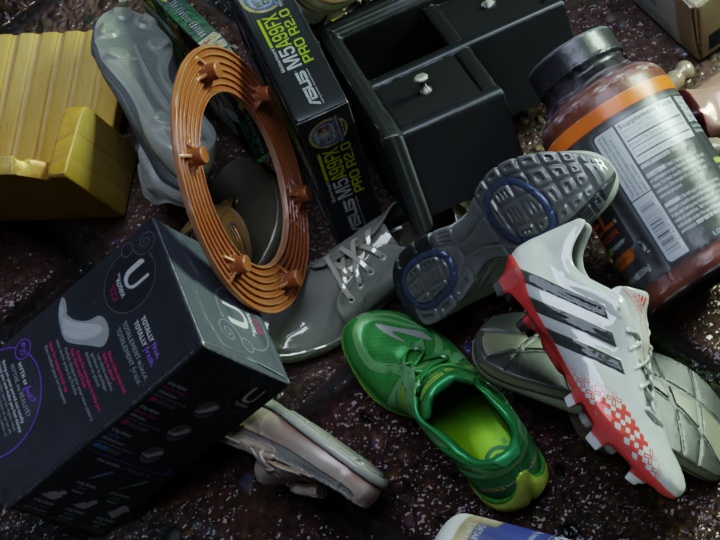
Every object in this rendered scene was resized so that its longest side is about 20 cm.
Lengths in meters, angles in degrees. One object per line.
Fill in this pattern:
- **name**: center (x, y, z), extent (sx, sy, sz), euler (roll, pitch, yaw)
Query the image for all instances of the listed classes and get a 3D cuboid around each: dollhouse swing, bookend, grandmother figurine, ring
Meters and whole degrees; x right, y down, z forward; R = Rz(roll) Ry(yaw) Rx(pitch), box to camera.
- **dollhouse swing**: center (-0.297, -0.136, 1.560), extent (0.198, 0.182, 0.177), euler (-1, 77, 14)
- **bookend**: center (0.091, -0.148, 1.471), extent (0.198, 0.092, 0.200), euler (-23, 35, -2)
- **grandmother figurine**: center (0.260, -0.117, 1.474), extent (0.199, 0.061, 0.121), euler (-23, 28, 2)
- **ring**: center (-0.081, -0.068, 1.393), extent (0.019, 0.201, 0.202), euler (-13, 54, 22)

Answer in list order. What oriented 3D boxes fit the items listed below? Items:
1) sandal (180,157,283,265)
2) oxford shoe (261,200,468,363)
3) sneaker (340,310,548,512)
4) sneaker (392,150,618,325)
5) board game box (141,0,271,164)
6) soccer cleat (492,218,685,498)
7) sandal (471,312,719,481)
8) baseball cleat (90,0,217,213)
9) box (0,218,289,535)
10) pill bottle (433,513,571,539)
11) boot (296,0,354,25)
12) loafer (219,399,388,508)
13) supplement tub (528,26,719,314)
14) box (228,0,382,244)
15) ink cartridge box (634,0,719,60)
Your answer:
- **sandal**: center (-0.119, -0.009, 1.492), extent (0.080, 0.054, 0.201), euler (17, 63, 23)
- **oxford shoe**: center (0.000, 0.000, 1.457), extent (0.199, 0.058, 0.075), euler (-31, 59, -5)
- **sneaker**: center (0.061, 0.085, 1.369), extent (0.074, 0.084, 0.200), euler (-40, 57, -13)
- **sneaker**: center (0.111, -0.032, 1.384), extent (0.200, 0.087, 0.075), euler (-32, 79, 38)
- **board game box**: center (-0.129, -0.171, 1.537), extent (0.023, 0.105, 0.200), euler (-32, 38, -8)
- **soccer cleat**: center (0.169, 0.058, 1.279), extent (0.085, 0.069, 0.201), euler (-36, 72, 11)
- **sandal**: center (0.172, 0.091, 1.351), extent (0.200, 0.058, 0.080), euler (24, 46, 9)
- **baseball cleat**: center (-0.172, -0.124, 1.529), extent (0.069, 0.107, 0.201), euler (-7, 44, -21)
- **box**: center (-0.169, 0.080, 1.373), extent (0.200, 0.106, 0.123), euler (-39, 54, 19)
- **pill bottle**: center (0.140, 0.235, 1.232), extent (0.199, 0.116, 0.116), euler (12, 61, 20)
- **boot**: center (-0.023, -0.244, 1.558), extent (0.072, 0.155, 0.201), euler (34, 50, -7)
- **loafer**: center (-0.065, 0.128, 1.390), extent (0.199, 0.072, 0.063), euler (31, 86, 35)
- **supplement tub**: center (0.202, -0.076, 1.388), extent (0.106, 0.107, 0.201), euler (-29, 79, -7)
- **box**: center (-0.049, -0.143, 1.500), extent (0.044, 0.161, 0.201), euler (-23, 55, -4)
- **ink cartridge box**: center (0.277, -0.292, 1.569), extent (0.164, 0.075, 0.200), euler (-34, 56, -8)
